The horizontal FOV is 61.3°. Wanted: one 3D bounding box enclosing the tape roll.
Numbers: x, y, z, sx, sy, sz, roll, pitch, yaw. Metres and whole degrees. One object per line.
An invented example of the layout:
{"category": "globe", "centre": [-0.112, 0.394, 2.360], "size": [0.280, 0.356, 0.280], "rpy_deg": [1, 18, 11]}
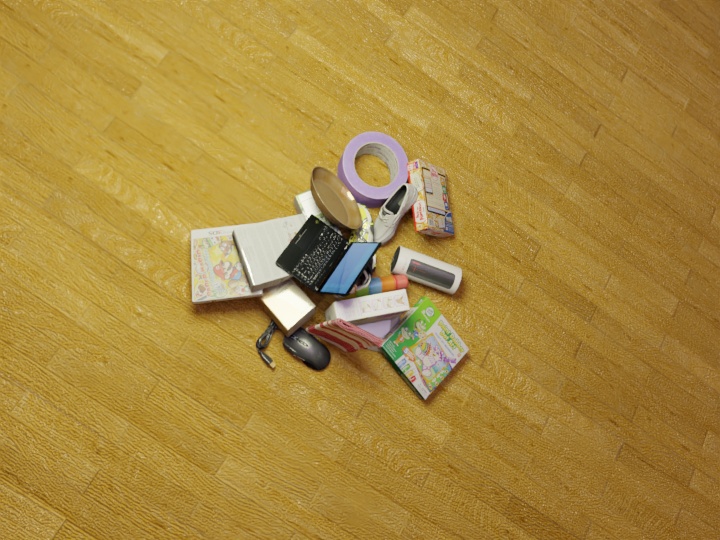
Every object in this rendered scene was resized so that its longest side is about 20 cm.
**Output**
{"category": "tape roll", "centre": [0.036, -0.290, 1.759], "size": [0.196, 0.085, 0.205], "rpy_deg": [3, 77, -14]}

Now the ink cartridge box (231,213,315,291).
{"category": "ink cartridge box", "centre": [-0.214, -0.050, 1.572], "size": [0.197, 0.047, 0.163], "rpy_deg": [-15, 73, -26]}

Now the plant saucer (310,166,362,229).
{"category": "plant saucer", "centre": [-0.073, -0.188, 1.637], "size": [0.035, 0.200, 0.202], "rpy_deg": [-34, 87, 25]}

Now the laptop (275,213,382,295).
{"category": "laptop", "centre": [-0.081, -0.044, 1.526], "size": [0.198, 0.103, 0.178], "rpy_deg": [36, 62, -1]}

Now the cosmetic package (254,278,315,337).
{"category": "cosmetic package", "centre": [-0.218, 0.062, 1.606], "size": [0.105, 0.071, 0.200], "rpy_deg": [-41, 79, -17]}

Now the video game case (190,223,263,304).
{"category": "video game case", "centre": [-0.348, -0.021, 1.577], "size": [0.178, 0.023, 0.204], "rpy_deg": [-6, 68, -3]}

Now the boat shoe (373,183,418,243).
{"category": "boat shoe", "centre": [0.081, -0.161, 1.707], "size": [0.073, 0.065, 0.202], "rpy_deg": [40, 105, 29]}

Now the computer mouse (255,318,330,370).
{"category": "computer mouse", "centre": [-0.180, 0.211, 1.613], "size": [0.199, 0.046, 0.141], "rpy_deg": [42, 71, -2]}

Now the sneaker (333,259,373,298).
{"category": "sneaker", "centre": [0.000, 0.000, 1.588], "size": [0.079, 0.079, 0.201], "rpy_deg": [55, 40, -17]}

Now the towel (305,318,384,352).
{"category": "towel", "centre": [-0.046, 0.170, 1.559], "size": [0.142, 0.199, 0.023], "rpy_deg": [28, 66, -21]}

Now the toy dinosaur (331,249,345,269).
{"category": "toy dinosaur", "centre": [-0.129, -0.039, 1.616], "size": [0.196, 0.058, 0.103], "rpy_deg": [16, 73, 2]}

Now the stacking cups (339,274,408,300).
{"category": "stacking cups", "centre": [0.036, 0.044, 1.663], "size": [0.196, 0.061, 0.062], "rpy_deg": [-8, 80, -15]}

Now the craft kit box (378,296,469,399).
{"category": "craft kit box", "centre": [0.175, 0.214, 1.687], "size": [0.198, 0.048, 0.201], "rpy_deg": [-45, 101, -21]}

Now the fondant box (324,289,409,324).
{"category": "fondant box", "centre": [0.015, 0.105, 1.601], "size": [0.196, 0.144, 0.059], "rpy_deg": [-11, 79, -15]}

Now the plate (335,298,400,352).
{"category": "plate", "centre": [0.023, 0.116, 1.693], "size": [0.196, 0.032, 0.204], "rpy_deg": [12, 76, -10]}

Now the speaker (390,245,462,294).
{"category": "speaker", "centre": [0.185, -0.001, 1.735], "size": [0.197, 0.081, 0.083], "rpy_deg": [20, 74, -9]}

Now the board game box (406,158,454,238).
{"category": "board game box", "centre": [0.204, -0.206, 1.760], "size": [0.150, 0.046, 0.204], "rpy_deg": [9, 72, -51]}

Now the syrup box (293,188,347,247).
{"category": "syrup box", "centre": [-0.110, -0.121, 1.686], "size": [0.078, 0.081, 0.203], "rpy_deg": [-23, 86, -13]}

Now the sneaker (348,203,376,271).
{"category": "sneaker", "centre": [-0.004, -0.092, 1.710], "size": [0.075, 0.075, 0.204], "rpy_deg": [-4, 77, -15]}
